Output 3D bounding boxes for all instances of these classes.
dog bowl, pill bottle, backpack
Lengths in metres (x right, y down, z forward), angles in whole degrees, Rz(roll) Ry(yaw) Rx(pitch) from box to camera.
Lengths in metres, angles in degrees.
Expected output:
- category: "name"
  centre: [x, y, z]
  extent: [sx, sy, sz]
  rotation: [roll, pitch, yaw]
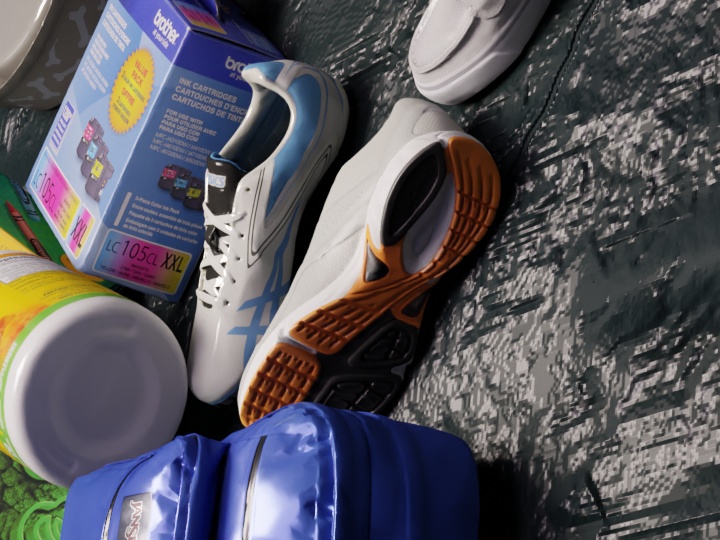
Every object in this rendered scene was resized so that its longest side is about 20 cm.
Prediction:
- category: "dog bowl"
  centre: [-0.226, -0.206, 1.836]
  extent: [0.200, 0.058, 0.201]
  rotation: [-35, 46, 46]
- category: "pill bottle"
  centre: [-0.193, 0.051, 1.509]
  extent: [0.200, 0.111, 0.112]
  rotation: [22, 94, 56]
- category: "backpack"
  centre: [-0.044, 0.151, 1.236]
  extent: [0.200, 0.167, 0.164]
  rotation: [-18, 66, 51]

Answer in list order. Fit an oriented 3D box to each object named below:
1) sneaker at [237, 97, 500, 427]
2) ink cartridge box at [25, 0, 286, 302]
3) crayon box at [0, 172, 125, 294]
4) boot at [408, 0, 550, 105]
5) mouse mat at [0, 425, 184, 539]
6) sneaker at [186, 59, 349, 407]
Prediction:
- category: "sneaker"
  centre: [0.000, 0.000, 1.345]
  extent: [0.200, 0.075, 0.092]
  rotation: [-54, 26, 16]
- category: "ink cartridge box"
  centre: [-0.122, -0.103, 1.592]
  extent: [0.201, 0.076, 0.136]
  rotation: [-63, 31, 14]
- category: "crayon box"
  centre: [-0.248, 0.049, 1.668]
  extent: [0.200, 0.119, 0.058]
  rotation: [-56, -6, 26]
- category: "boot"
  centre: [0.058, -0.172, 1.299]
  extent: [0.200, 0.095, 0.074]
  rotation: [-52, 35, 32]
- category: "mouse mat"
  centre: [-0.177, 0.128, 1.517]
  extent: [0.200, 0.160, 0.008]
  rotation: [-119, 9, -51]
- category: "sneaker"
  centre: [-0.067, -0.023, 1.458]
  extent: [0.072, 0.072, 0.201]
  rotation: [21, 95, 59]
